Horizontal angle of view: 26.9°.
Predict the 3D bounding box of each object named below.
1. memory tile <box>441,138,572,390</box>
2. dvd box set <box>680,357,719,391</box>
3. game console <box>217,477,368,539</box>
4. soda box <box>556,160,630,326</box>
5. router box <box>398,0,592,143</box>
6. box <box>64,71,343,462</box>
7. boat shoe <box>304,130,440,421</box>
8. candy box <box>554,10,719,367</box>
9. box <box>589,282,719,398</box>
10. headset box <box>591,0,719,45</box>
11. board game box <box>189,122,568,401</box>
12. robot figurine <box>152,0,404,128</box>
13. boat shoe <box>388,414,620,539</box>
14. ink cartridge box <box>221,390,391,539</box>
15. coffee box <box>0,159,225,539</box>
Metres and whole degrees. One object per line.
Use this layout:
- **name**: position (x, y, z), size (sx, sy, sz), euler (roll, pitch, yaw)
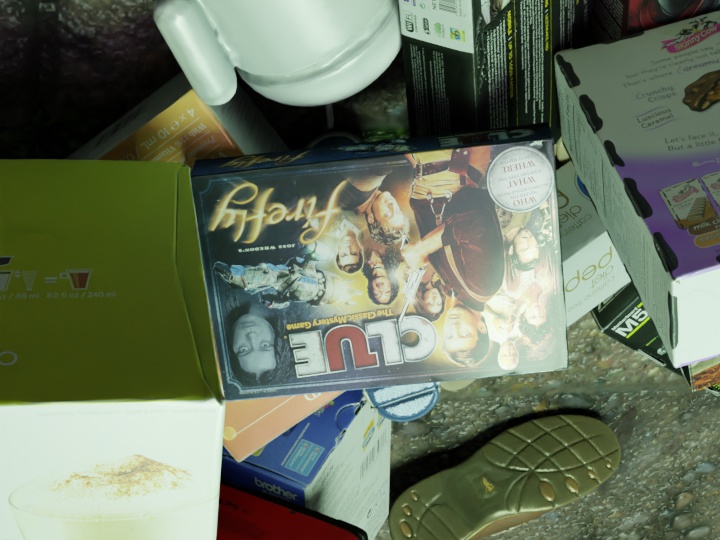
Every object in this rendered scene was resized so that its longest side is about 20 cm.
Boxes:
- **memory tile**: position (0.109, -0.015, 1.034), size (0.152, 0.017, 0.201), euler (-26, 137, -25)
- **dvd box set**: position (0.320, 0.002, 1.080), size (0.198, 0.030, 0.147), euler (-18, 133, 1)
- **game console**: position (-0.101, 0.201, 0.987), size (0.172, 0.198, 0.120), euler (-19, 121, -62)
- **soda box**: position (0.144, -0.022, 0.992), size (0.199, 0.068, 0.064), euler (-34, 140, -15)
- **router box**: position (0.082, -0.143, 0.870), size (0.149, 0.051, 0.201), euler (-49, 146, -36)
- **box**: position (-0.082, -0.009, 0.911), size (0.124, 0.098, 0.201), euler (-34, 106, 13)
- **boat shoe**: position (0.000, 0.000, 1.006), size (0.071, 0.072, 0.202), euler (-14, 107, 0)
- **candy box**: position (0.217, -0.060, 0.836), size (0.166, 0.201, 0.072), euler (-15, 134, -2)
- **box**: position (0.301, 0.003, 1.128), size (0.192, 0.048, 0.200), euler (27, 118, -32)
- **headset box**: position (0.219, -0.175, 0.925), size (0.147, 0.075, 0.201), euler (-10, 132, -8)
- **board game box**: position (0.013, -0.003, 0.839), size (0.197, 0.035, 0.137), euler (-6, 110, 4)
- **robot figurine**: position (-0.043, -0.170, 0.821), size (0.170, 0.113, 0.200), euler (-46, 133, -10)
- **boat shoe**: position (0.113, 0.173, 1.210), size (0.198, 0.073, 0.068), euler (-23, 167, -8)
- **ink cartridge box**: position (-0.036, 0.142, 1.074), size (0.076, 0.137, 0.202), euler (19, 134, 18)
- **coffee box**: position (-0.180, 0.077, 0.759), size (0.197, 0.201, 0.199), euler (0, 126, -12)
